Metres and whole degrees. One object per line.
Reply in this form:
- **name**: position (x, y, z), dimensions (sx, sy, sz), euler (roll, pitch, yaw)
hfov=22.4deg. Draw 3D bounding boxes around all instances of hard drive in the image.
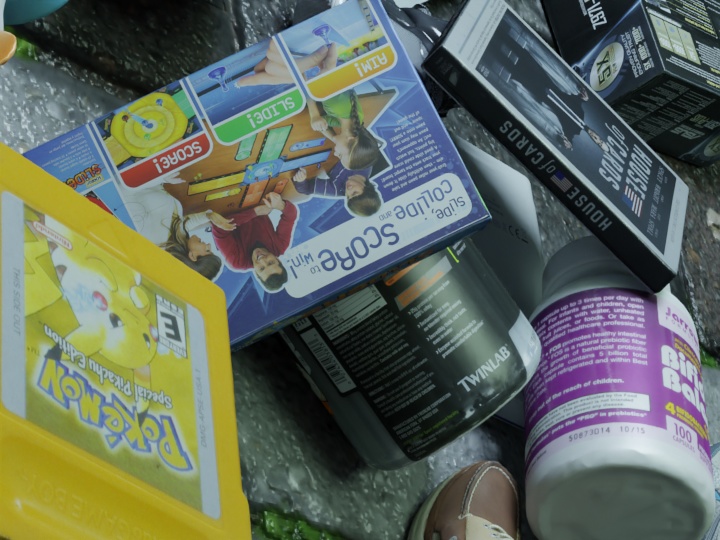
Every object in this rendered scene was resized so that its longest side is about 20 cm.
- **hard drive**: position (0.078, 0.002, 1.202), dimensions (0.132, 0.025, 0.200), euler (27, 45, -40)

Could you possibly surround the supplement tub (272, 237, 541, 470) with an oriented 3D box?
- **supplement tub**: position (0.000, 0.000, 1.010), dimensions (0.200, 0.122, 0.123), euler (55, 33, -7)

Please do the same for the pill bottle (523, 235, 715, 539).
- **pill bottle**: position (0.155, 0.074, 1.116), dimensions (0.112, 0.112, 0.200), euler (38, 36, -29)

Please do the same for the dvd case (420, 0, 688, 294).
- **dvd case**: position (0.128, -0.087, 1.146), dimensions (0.200, 0.025, 0.150), euler (43, 26, -7)

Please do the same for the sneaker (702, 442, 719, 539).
- **sneaker**: position (0.260, 0.185, 1.244), dimensions (0.078, 0.086, 0.200), euler (49, 34, -18)

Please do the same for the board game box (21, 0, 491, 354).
- **board game box**: position (-0.052, -0.039, 0.922), dimensions (0.136, 0.200, 0.034), euler (64, -7, 6)

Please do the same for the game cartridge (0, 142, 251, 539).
- **game cartridge**: position (-0.113, 0.054, 0.770), dimensions (0.176, 0.032, 0.200), euler (36, 31, -41)

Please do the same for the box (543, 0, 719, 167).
- **box**: position (0.251, -0.193, 1.533), dimensions (0.200, 0.086, 0.164), euler (12, 55, -48)

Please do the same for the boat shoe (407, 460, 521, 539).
- **boat shoe**: position (0.067, 0.178, 1.004), dimensions (0.076, 0.072, 0.200), euler (45, 35, -21)

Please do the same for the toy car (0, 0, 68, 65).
- **toy car**: position (-0.182, -0.121, 0.730), dimensions (0.200, 0.177, 0.184), euler (56, -10, 37)

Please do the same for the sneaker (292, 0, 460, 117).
- **sneaker**: position (0.031, -0.102, 1.152), dimensions (0.114, 0.075, 0.200), euler (3, 57, -32)

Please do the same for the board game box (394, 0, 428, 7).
- **board game box**: position (-0.014, -0.272, 1.295), dimensions (0.200, 0.026, 0.200), euler (59, 32, -2)
